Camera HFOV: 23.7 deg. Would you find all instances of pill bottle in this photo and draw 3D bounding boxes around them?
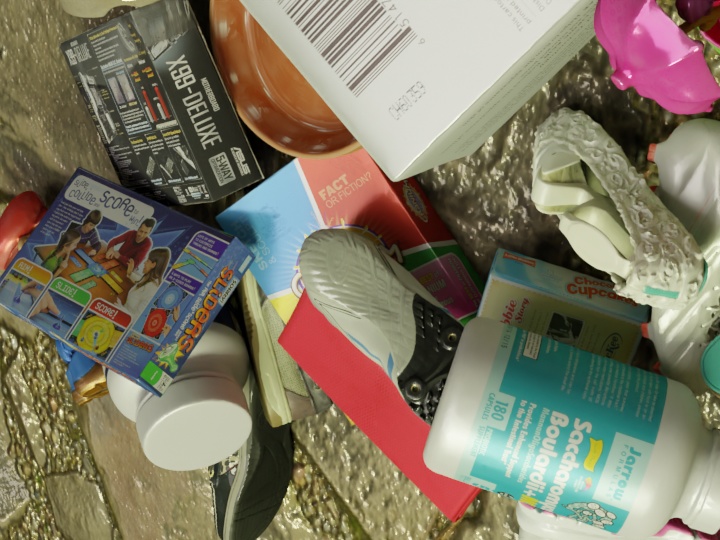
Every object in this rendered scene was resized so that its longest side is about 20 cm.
[{"bbox_3d":[0.150,0.111,1.141,0.200,0.111,0.111,18,128,4],"label":"pill bottle"},{"bbox_3d":[-0.157,0.060,1.419,0.120,0.120,0.200,113,146,-42],"label":"pill bottle"}]

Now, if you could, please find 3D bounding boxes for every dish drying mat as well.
[{"bbox_3d":[0.019,0.100,1.304,0.200,0.018,0.077,45,139,14],"label":"dish drying mat"}]

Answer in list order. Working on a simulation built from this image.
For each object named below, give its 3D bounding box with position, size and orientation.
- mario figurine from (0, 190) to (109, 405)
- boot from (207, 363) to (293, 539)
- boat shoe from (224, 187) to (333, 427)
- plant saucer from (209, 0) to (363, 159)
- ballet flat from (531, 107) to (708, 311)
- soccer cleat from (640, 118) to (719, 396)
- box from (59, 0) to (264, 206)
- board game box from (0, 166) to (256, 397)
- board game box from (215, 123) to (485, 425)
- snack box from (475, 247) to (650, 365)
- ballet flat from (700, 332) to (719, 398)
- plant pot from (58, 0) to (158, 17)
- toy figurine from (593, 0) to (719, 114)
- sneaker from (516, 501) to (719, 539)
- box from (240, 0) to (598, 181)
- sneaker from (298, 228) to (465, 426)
[{"bbox_3d":[-0.262,0.014,1.577,0.123,0.106,0.200,-31,82,37],"label":"mario figurine"},{"bbox_3d":[-0.137,0.137,1.543,0.154,0.073,0.204,26,123,31],"label":"boot"},{"bbox_3d":[-0.067,0.026,1.421,0.072,0.066,0.201,154,105,-80],"label":"boat shoe"},{"bbox_3d":[-0.031,-0.183,1.259,0.200,0.032,0.200,9,105,39],"label":"plant saucer"},{"bbox_3d":[0.152,-0.045,1.120,0.200,0.072,0.072,-126,34,-47],"label":"ballet flat"},{"bbox_3d":[0.232,-0.002,1.133,0.078,0.069,0.200,12,118,34],"label":"soccer cleat"},{"bbox_3d":[-0.164,-0.131,1.378,0.200,0.050,0.158,-2,113,65],"label":"box"},{"bbox_3d":[-0.194,0.005,1.372,0.200,0.135,0.034,25,166,39],"label":"board game box"},{"bbox_3d":[0.000,0.000,1.332,0.153,0.040,0.200,-34,89,32],"label":"board game box"},{"bbox_3d":[0.130,0.085,1.266,0.116,0.037,0.200,18,128,4],"label":"snack box"},{"bbox_3d":[0.309,0.040,1.083,0.200,0.065,0.071,-24,73,44],"label":"ballet flat"},{"bbox_3d":[-0.193,-0.298,1.271,0.200,0.200,0.184,7,130,39],"label":"plant pot"},{"bbox_3d":[0.213,-0.167,0.965,0.150,0.184,0.200,39,134,18],"label":"toy figurine"},{"bbox_3d":[0.197,0.201,1.219,0.200,0.081,0.088,11,115,-7],"label":"sneaker"},{"bbox_3d":[0.049,-0.198,1.097,0.200,0.131,0.199,-44,82,27],"label":"box"},{"bbox_3d":[0.033,0.046,1.253,0.072,0.072,0.200,-44,69,4],"label":"sneaker"}]
